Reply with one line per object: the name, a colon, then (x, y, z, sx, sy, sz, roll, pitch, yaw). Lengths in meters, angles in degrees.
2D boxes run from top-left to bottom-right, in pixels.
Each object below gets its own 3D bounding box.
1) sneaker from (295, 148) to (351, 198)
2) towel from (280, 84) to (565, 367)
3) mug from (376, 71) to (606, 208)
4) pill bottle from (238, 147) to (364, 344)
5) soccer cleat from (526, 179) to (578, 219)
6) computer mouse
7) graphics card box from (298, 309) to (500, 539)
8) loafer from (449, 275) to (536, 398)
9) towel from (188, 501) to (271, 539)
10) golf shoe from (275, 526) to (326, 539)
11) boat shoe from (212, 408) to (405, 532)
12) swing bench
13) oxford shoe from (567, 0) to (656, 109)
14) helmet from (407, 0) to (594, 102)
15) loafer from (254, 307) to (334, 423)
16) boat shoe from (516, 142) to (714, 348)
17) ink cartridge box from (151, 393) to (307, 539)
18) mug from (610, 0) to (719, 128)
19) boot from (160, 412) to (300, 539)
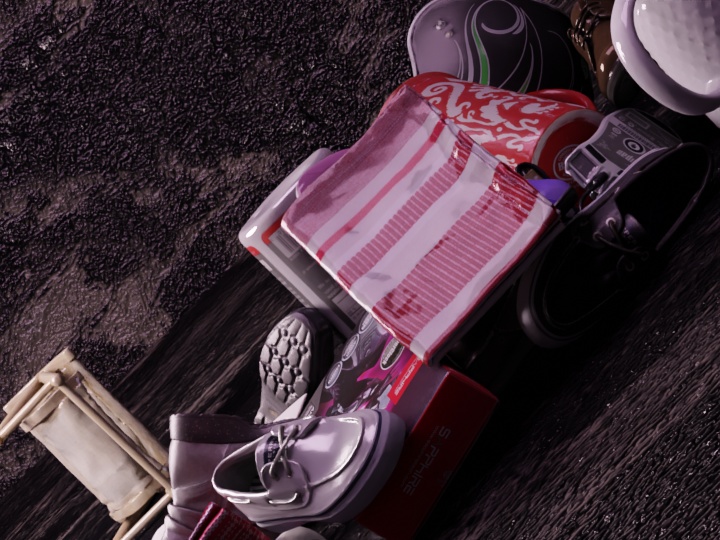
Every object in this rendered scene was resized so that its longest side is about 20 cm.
sneaker: (0.030, -0.008, 1.544, 0.080, 0.089, 0.200, -33, 48, -12)
towel: (0.040, -0.036, 1.468, 0.144, 0.023, 0.200, -47, 46, 1)
mug: (0.130, -0.111, 1.743, 0.200, 0.133, 0.178, 15, 65, 53)
pill bottle: (0.000, 0.000, 1.798, 0.114, 0.200, 0.114, -44, 8, 8)
soccer cleat: (0.094, -0.043, 1.520, 0.068, 0.073, 0.200, -43, 7, -19)
computer mouse: (0.194, -0.068, 1.602, 0.200, 0.109, 0.044, -36, -23, -52)
graphics card box: (0.022, 0.106, 1.489, 0.126, 0.051, 0.200, -59, 20, 6)
loafer: (0.095, 0.046, 1.560, 0.200, 0.070, 0.075, -47, 8, -10)
towel: (-0.122, 0.247, 1.512, 0.145, 0.022, 0.200, -52, -19, -7)
golf shoe: (-0.067, 0.223, 1.450, 0.073, 0.092, 0.200, -44, 7, 17)
boat shoe: (-0.043, 0.140, 1.432, 0.200, 0.066, 0.074, -37, 34, 52)
swing bench: (-0.308, 0.205, 2.347, 0.130, 0.199, 0.200, -44, 9, 6)
oxford shoe: (0.204, -0.184, 1.688, 0.073, 0.084, 0.200, -58, -1, 14)
helmet: (0.121, -0.148, 1.943, 0.200, 0.199, 0.192, 151, 129, -63)
loafer: (-0.051, 0.102, 1.832, 0.070, 0.068, 0.201, -30, -32, -34)
boat shoe: (0.189, -0.024, 1.470, 0.200, 0.070, 0.066, -42, 4, -28)
ink cartridge box: (-0.099, 0.207, 1.758, 0.200, 0.067, 0.117, -44, 7, 18)
mug: (0.261, -0.199, 1.548, 0.200, 0.175, 0.148, -51, 10, -35)
boot: (-0.063, 0.184, 1.641, 0.070, 0.199, 0.133, 25, -113, -73)
